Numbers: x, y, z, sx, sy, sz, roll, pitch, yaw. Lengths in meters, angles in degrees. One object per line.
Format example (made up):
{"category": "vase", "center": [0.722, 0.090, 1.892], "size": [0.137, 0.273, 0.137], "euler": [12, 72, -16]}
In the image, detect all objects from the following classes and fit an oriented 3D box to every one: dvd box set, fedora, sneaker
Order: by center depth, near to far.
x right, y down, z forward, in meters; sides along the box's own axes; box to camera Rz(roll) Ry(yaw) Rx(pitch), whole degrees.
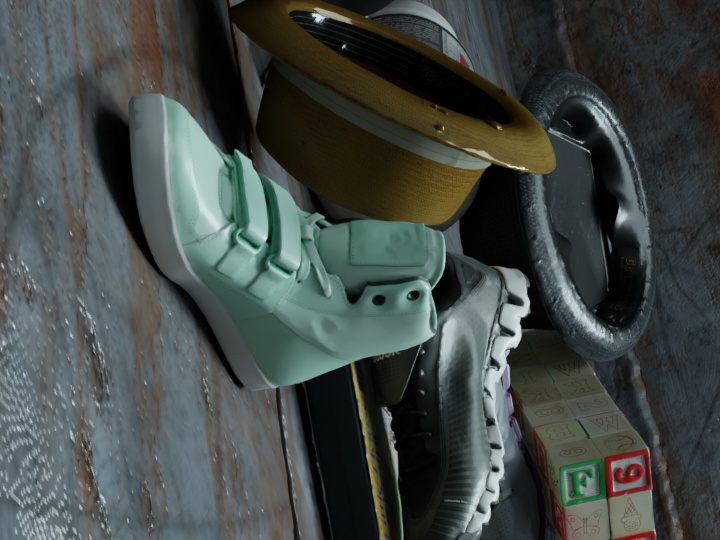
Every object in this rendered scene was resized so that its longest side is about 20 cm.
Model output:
{"category": "sneaker", "center": [-0.027, -0.023, 0.882], "size": [0.201, 0.118, 0.074], "euler": [61, 18, -52]}
{"category": "fedora", "center": [0.009, -0.082, 1.094], "size": [0.201, 0.200, 0.082], "euler": [-74, -170, -73]}
{"category": "sneaker", "center": [0.037, 0.071, 1.101], "size": [0.090, 0.066, 0.200], "euler": [29, 58, -27]}
{"category": "dvd box set", "center": [0.008, 0.112, 1.149], "size": [0.200, 0.029, 0.147], "euler": [52, 26, -70]}
{"category": "sneaker", "center": [0.060, 0.103, 1.197], "size": [0.087, 0.074, 0.201], "euler": [8, 69, -67]}
{"category": "fedora", "center": [0.123, -0.033, 1.319], "size": [0.200, 0.091, 0.201], "euler": [24, 59, -50]}

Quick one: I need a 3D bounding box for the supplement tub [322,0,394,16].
{"category": "supplement tub", "center": [-0.030, -0.271, 1.289], "size": [0.107, 0.107, 0.200], "euler": [56, 22, -64]}

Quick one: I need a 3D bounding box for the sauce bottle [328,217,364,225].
{"category": "sauce bottle", "center": [0.000, 0.000, 1.177], "size": [0.200, 0.065, 0.065], "euler": [31, 45, -78]}

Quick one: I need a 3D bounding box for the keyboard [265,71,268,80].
{"category": "keyboard", "center": [-0.025, -0.152, 1.288], "size": [0.200, 0.056, 0.011], "euler": [-75, 148, -72]}

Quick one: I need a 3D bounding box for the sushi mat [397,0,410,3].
{"category": "sushi mat", "center": [-0.007, -0.283, 1.394], "size": [0.200, 0.096, 0.012], "euler": [60, 40, -11]}

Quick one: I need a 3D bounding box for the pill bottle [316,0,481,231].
{"category": "pill bottle", "center": [0.025, -0.110, 1.342], "size": [0.200, 0.116, 0.117], "euler": [-86, 159, -62]}

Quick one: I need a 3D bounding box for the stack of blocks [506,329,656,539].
{"category": "stack of blocks", "center": [0.136, 0.130, 1.282], "size": [0.200, 0.058, 0.115], "euler": [-115, -164, -66]}
